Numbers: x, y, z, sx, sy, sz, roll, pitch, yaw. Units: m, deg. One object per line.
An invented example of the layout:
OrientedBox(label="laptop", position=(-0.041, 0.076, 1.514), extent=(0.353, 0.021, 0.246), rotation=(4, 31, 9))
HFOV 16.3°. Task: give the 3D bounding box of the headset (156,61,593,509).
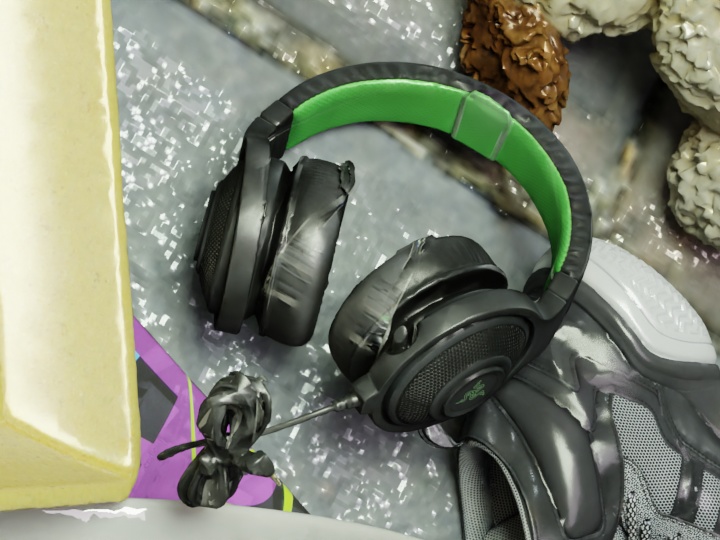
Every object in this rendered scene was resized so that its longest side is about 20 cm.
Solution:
OrientedBox(label="headset", position=(0.000, 0.000, 0.821), extent=(0.123, 0.094, 0.200), rotation=(30, 55, 10))

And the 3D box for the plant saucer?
OrientedBox(label="plant saucer", position=(-0.141, -0.028, 0.727), extent=(0.200, 0.048, 0.201), rotation=(5, 80, -63))

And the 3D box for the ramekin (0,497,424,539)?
OrientedBox(label="ramekin", position=(-0.063, 0.132, 0.712), extent=(0.199, 0.200, 0.106), rotation=(2, 95, -23))

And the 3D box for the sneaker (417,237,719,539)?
OrientedBox(label="sneaker", position=(0.105, 0.093, 0.890), extent=(0.114, 0.075, 0.200), rotation=(-44, 96, -20))

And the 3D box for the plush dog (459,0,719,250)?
OrientedBox(label="plush dog", position=(0.117, -0.121, 0.890), extent=(0.171, 0.160, 0.201), rotation=(13, 79, 2))

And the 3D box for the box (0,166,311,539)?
OrientedBox(label="box", position=(-0.111, 0.080, 0.816), extent=(0.200, 0.036, 0.143), rotation=(48, 69, -11))
